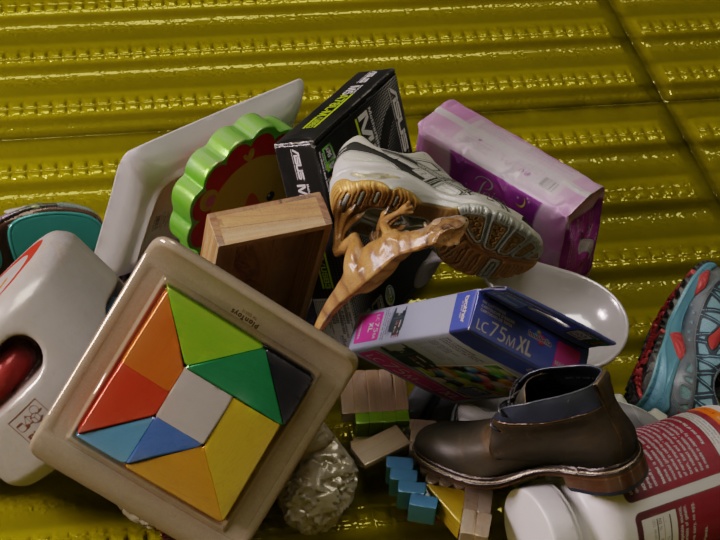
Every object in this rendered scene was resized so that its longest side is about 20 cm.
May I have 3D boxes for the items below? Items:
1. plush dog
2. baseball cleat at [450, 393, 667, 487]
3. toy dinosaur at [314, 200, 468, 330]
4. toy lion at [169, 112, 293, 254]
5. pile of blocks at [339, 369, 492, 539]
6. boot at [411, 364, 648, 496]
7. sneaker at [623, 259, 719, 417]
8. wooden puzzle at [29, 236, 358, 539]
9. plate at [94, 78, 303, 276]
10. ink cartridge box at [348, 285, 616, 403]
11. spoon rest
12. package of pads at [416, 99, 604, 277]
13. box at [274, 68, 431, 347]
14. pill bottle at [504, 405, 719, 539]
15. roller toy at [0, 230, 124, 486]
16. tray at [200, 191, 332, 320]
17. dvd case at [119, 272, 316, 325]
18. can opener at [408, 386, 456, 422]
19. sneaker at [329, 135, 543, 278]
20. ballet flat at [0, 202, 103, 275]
[{"bbox_3d":[-0.124,0.142,1.358,0.171,0.161,0.200,-39,50,-7],"label":"plush dog"},{"bbox_3d":[0.173,0.146,1.438,0.198,0.070,0.107,18,67,5],"label":"baseball cleat"},{"bbox_3d":[0.000,0.000,1.347,0.060,0.200,0.107,30,34,-27],"label":"toy dinosaur"},{"bbox_3d":[-0.086,-0.058,1.510,0.199,0.193,0.068,-26,47,-37],"label":"toy lion"},{"bbox_3d":[0.039,0.168,1.385,0.081,0.063,0.200,-21,51,-21],"label":"pile of blocks"},{"bbox_3d":[0.120,0.113,1.297,0.198,0.098,0.075,0,34,30],"label":"boot"},{"bbox_3d":[0.308,0.076,1.531,0.095,0.080,0.201,32,47,2],"label":"sneaker"},{"bbox_3d":[-0.125,0.103,1.266,0.184,0.201,0.037,32,7,-10],"label":"wooden puzzle"},{"bbox_3d":[-0.145,-0.073,1.534,0.199,0.200,0.032,-26,70,-32],"label":"plate"},{"bbox_3d":[0.092,0.061,1.325,0.119,0.199,0.042,27,66,-28],"label":"ink cartridge box"},{"bbox_3d":[0.140,0.025,1.472,0.198,0.061,0.100,24,55,19],"label":"spoon rest"},{"bbox_3d":[0.137,-0.068,1.626,0.199,0.121,0.075,33,48,29],"label":"package of pads"},{"bbox_3d":[0.000,-0.056,1.515,0.047,0.202,0.193,-2,23,28],"label":"box"},{"bbox_3d":[0.220,0.186,1.347,0.198,0.114,0.113,-15,44,-22],"label":"pill bottle"},{"bbox_3d":[-0.257,0.076,1.359,0.140,0.182,0.201,45,60,-13],"label":"roller toy"},{"bbox_3d":[-0.090,0.012,1.422,0.098,0.201,0.037,-12,60,-19],"label":"tray"},{"bbox_3d":[-0.142,0.044,1.548,0.198,0.016,0.149,11,40,7],"label":"dvd case"},{"bbox_3d":[0.092,0.070,1.503,0.053,0.067,0.200,19,42,17],"label":"can opener"},{"bbox_3d":[0.068,-0.061,1.428,0.198,0.076,0.088,21,39,-21],"label":"sneaker"},{"bbox_3d":[-0.340,-0.023,1.575,0.199,0.070,0.071,-22,28,-28],"label":"ballet flat"}]
